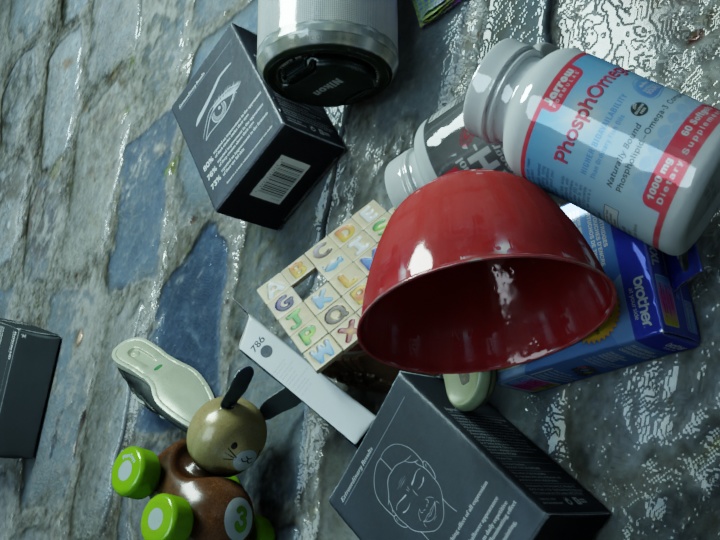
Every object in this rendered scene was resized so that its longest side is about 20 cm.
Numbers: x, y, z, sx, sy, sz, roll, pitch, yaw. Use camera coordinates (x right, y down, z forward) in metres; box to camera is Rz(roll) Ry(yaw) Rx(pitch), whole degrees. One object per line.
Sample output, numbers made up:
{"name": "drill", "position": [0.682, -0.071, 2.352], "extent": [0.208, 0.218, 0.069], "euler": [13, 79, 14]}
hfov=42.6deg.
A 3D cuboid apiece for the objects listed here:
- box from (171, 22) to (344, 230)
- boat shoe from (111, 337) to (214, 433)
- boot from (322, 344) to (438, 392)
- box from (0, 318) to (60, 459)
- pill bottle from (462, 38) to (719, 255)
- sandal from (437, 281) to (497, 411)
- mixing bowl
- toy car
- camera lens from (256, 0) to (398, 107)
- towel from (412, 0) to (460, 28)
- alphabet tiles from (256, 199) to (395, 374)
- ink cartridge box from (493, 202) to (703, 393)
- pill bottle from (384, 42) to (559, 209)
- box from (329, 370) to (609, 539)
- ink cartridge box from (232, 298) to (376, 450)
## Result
{"name": "box", "position": [-0.131, -0.178, 1.141], "extent": [0.148, 0.104, 0.201], "euler": [-46, 52, 26]}
{"name": "boat shoe", "position": [-0.252, 0.161, 1.214], "extent": [0.199, 0.071, 0.068], "euler": [30, 137, 37]}
{"name": "boot", "position": [0.028, 0.062, 0.962], "extent": [0.199, 0.075, 0.108], "euler": [-21, 45, 46]}
{"name": "box", "position": [-0.569, 0.187, 1.492], "extent": [0.140, 0.078, 0.203], "euler": [10, 86, 48]}
{"name": "pill bottle", "position": [0.182, -0.103, 0.711], "extent": [0.199, 0.108, 0.110], "euler": [31, 102, 26]}
{"name": "sandal", "position": [0.071, 0.027, 0.834], "extent": [0.080, 0.057, 0.203], "euler": [-52, 44, 51]}
{"name": "mixing bowl", "position": [0.089, -0.007, 0.724], "extent": [0.199, 0.199, 0.110], "euler": [-30, 54, 35]}
{"name": "toy car", "position": [-0.145, 0.205, 1.032], "extent": [0.158, 0.164, 0.201], "euler": [39, 96, 42]}
{"name": "camera lens", "position": [-0.036, -0.299, 1.041], "extent": [0.159, 0.159, 0.203], "euler": [-14, 70, 41]}
{"name": "towel", "position": [0.120, -0.376, 1.006], "extent": [0.199, 0.023, 0.145], "euler": [-31, 60, 35]}
{"name": "alphabet tiles", "position": [0.000, 0.000, 0.956], "extent": [0.199, 0.008, 0.167], "euler": [-38, 38, -6]}
{"name": "ink cartridge box", "position": [0.202, 0.012, 0.793], "extent": [0.199, 0.076, 0.138], "euler": [-23, 65, 37]}
{"name": "pill bottle", "position": [0.121, -0.116, 0.878], "extent": [0.199, 0.110, 0.112], "euler": [-31, 60, 35]}
{"name": "box", "position": [0.091, 0.211, 0.826], "extent": [0.200, 0.106, 0.150], "euler": [41, 108, 41]}
{"name": "ink cartridge box", "position": [-0.060, 0.113, 0.955], "extent": [0.199, 0.100, 0.039], "euler": [38, 81, 21]}
